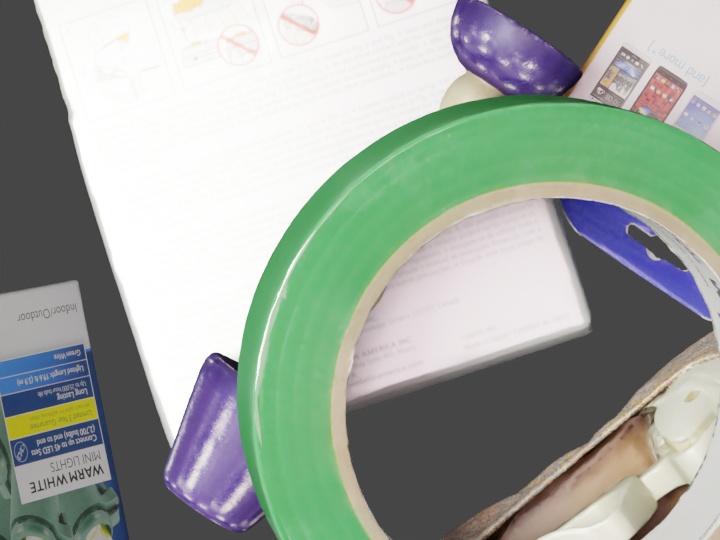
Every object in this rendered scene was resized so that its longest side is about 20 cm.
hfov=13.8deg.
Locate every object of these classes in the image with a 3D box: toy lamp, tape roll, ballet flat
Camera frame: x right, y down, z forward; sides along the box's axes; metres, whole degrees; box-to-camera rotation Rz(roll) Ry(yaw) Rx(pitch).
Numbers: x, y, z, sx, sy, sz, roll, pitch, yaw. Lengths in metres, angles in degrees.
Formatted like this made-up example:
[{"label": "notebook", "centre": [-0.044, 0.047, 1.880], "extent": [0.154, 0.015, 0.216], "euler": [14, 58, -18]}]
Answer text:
[{"label": "toy lamp", "centre": [0.000, 0.000, 1.037], "extent": [0.058, 0.058, 0.200], "euler": [34, 89, 2]}, {"label": "tape roll", "centre": [0.060, 0.042, 0.998], "extent": [0.200, 0.048, 0.201], "euler": [-1, 96, -9]}, {"label": "ballet flat", "centre": [0.105, 0.080, 1.070], "extent": [0.200, 0.067, 0.068], "euler": [-39, 89, 3]}]

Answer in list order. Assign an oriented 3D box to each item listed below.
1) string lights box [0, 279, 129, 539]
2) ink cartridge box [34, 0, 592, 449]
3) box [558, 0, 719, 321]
[{"label": "string lights box", "centre": [-0.133, 0.111, 1.060], "extent": [0.059, 0.103, 0.200], "euler": [-11, 91, 35]}, {"label": "ink cartridge box", "centre": [-0.020, -0.048, 1.088], "extent": [0.160, 0.047, 0.200], "euler": [-18, 88, 4]}, {"label": "box", "centre": [0.156, -0.082, 1.069], "extent": [0.119, 0.041, 0.200], "euler": [33, 84, 2]}]
